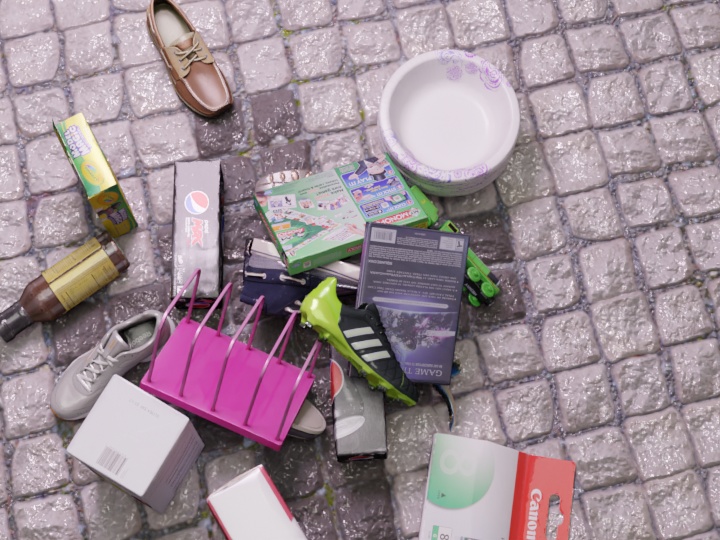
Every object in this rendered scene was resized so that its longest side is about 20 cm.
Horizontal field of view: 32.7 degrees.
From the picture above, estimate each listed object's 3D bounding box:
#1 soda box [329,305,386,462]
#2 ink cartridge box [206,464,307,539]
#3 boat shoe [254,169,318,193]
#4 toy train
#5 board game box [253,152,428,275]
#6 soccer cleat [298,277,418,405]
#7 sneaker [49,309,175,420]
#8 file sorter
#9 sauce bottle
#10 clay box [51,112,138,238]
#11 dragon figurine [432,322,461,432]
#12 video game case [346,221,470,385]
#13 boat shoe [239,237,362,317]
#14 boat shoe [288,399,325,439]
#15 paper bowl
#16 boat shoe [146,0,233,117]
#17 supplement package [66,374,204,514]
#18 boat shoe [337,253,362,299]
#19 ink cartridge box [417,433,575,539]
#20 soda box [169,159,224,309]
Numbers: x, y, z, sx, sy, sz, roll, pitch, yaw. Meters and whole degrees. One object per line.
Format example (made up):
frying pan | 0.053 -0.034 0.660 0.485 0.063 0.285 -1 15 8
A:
soda box | -0.005 0.151 1.645 0.070 0.063 0.202 -3 73 -2
ink cartridge box | -0.117 0.337 1.525 0.085 0.200 0.148 -32 77 -11
boat shoe | -0.051 -0.093 1.720 0.198 0.073 0.075 6 76 -6
toy train | 0.121 -0.034 1.703 0.200 0.042 0.056 47 44 -4
board game box | -0.027 -0.078 1.633 0.198 0.029 0.135 -18 53 -16
soccer cleat | 0.011 0.091 1.550 0.200 0.067 0.081 43 74 -15
sneaker | -0.338 0.117 1.640 0.200 0.092 0.076 -42 78 -12
file sorter | -0.158 0.107 1.583 0.198 0.126 0.139 23 40 4
sauce bottle | -0.413 0.024 1.681 0.199 0.065 0.065 -34 77 -10
clay box | -0.357 -0.129 1.656 0.047 0.200 0.116 -26 76 -9
dragon figurine | 0.084 0.115 1.662 0.098 0.059 0.202 -2 93 -2
video game case | 0.063 0.044 1.601 0.141 0.019 0.202 6 94 -17
boat shoe | -0.067 0.023 1.638 0.198 0.075 0.094 15 92 14
boat shoe | -0.145 0.189 1.653 0.198 0.073 0.063 21 117 -1
paper bowl | 0.122 -0.202 1.739 0.198 0.104 0.203 0 74 -1
boat shoe | -0.255 -0.313 1.778 0.075 0.074 0.201 -33 77 -10
supplement package | -0.278 0.225 1.553 0.113 0.200 0.110 29 74 8
boat shoe | 0.000 0.000 1.693 0.198 0.074 0.066 -6 78 -4
ink cartridge box | 0.182 0.312 1.619 0.198 0.050 0.163 8 74 3
soda box | -0.226 -0.050 1.707 0.070 0.063 0.202 0 74 -2
